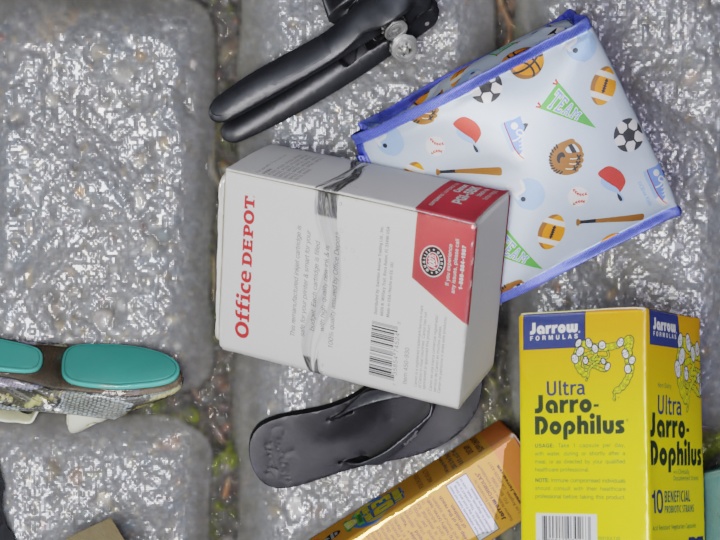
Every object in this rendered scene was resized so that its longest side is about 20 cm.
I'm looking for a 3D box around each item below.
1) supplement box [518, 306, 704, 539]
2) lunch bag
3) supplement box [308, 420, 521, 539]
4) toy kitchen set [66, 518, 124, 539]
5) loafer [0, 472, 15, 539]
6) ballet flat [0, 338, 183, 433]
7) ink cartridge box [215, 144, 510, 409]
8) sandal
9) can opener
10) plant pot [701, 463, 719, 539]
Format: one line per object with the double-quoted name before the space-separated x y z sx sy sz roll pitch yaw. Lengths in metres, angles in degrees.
"supplement box" 0.191 0.134 1.233 0.109 0.108 0.203 -5 82 33
"lunch bag" 0.113 -0.078 1.236 0.199 0.124 0.171 -29 99 5
"supplement box" 0.049 0.201 1.287 0.199 0.067 0.069 -34 97 -2
"toy kitchen set" -0.103 0.291 1.259 0.179 0.200 0.164 -23 139 -22
"loafer" -0.305 0.218 1.264 0.062 0.072 0.203 -10 90 16
"ballet flat" -0.237 0.090 1.259 0.198 0.072 0.073 6 95 -6
"ink cartridge box" 0.000 0.000 1.200 0.198 0.083 0.148 13 115 20
"sandal" 0.009 0.124 1.287 0.198 0.043 0.077 -24 97 -3
"can opener" -0.027 -0.162 1.257 0.199 0.079 0.063 -37 136 2
"plant pot" 0.345 0.233 1.262 0.198 0.200 0.190 -12 82 -4
